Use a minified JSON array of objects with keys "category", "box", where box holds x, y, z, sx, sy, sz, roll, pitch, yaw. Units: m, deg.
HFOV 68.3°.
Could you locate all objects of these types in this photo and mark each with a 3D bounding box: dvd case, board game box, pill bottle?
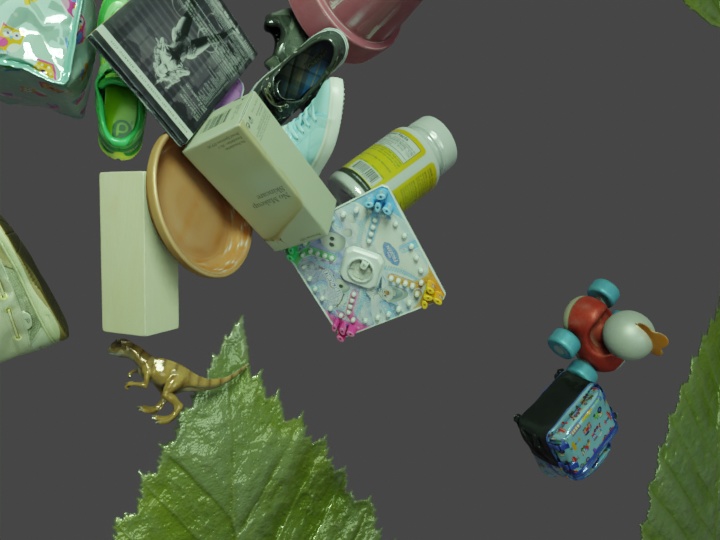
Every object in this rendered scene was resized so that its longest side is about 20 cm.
[{"category":"dvd case","box":[-0.220,-0.278,0.660,0.149,0.016,0.202,53,47,-37]},{"category":"board game box","box":[0.000,0.000,0.805,0.197,0.026,0.202,-23,111,23]},{"category":"pill bottle","box":[0.054,-0.154,0.847,0.199,0.114,0.115,-38,110,-19]}]

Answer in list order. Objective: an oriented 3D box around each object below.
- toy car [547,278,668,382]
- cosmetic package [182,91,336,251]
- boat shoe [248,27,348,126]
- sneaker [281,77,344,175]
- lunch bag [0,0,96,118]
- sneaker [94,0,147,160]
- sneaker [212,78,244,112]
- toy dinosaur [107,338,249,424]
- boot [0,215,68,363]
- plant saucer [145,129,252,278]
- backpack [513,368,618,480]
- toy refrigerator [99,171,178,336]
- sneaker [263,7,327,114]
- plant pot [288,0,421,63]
[{"category":"toy car","box":[0.522,0.140,1.062,0.184,0.199,0.178,-43,111,-17]},{"category":"cosmetic package","box":[-0.129,-0.125,0.718,0.201,0.102,0.074,50,37,-38]},{"category":"boat shoe","box":[-0.098,-0.251,0.728,0.198,0.067,0.070,-31,108,23]},{"category":"sneaker","box":[-0.085,-0.183,0.745,0.081,0.075,0.201,10,132,-23]},{"category":"lunch bag","box":[-0.358,-0.296,0.591,0.120,0.170,0.204,8,90,-23]},{"category":"sneaker","box":[-0.298,-0.246,0.675,0.073,0.083,0.205,-1,94,-26]},{"category":"sneaker","box":[-0.217,-0.295,0.732,0.113,0.072,0.205,-2,90,-46]},{"category":"toy dinosaur","box":[-0.257,0.156,0.744,0.198,0.060,0.108,26,81,-27]},{"category":"boot","box":[-0.464,0.027,0.623,0.153,0.072,0.203,-28,107,-20]},{"category":"plant saucer","box":[-0.213,-0.088,0.705,0.200,0.037,0.204,-9,90,-68]},{"category":"backpack","box":[0.430,0.335,1.071,0.182,0.134,0.202,-38,112,-18]},{"category":"toy refrigerator","box":[-0.286,-0.023,0.695,0.070,0.074,0.205,-11,102,-68]},{"category":"sneaker","box":[-0.097,-0.289,0.788,0.089,0.066,0.204,-15,97,-22]},{"category":"plant pot","box":[0.018,-0.423,0.738,0.198,0.177,0.204,11,73,-40]}]
